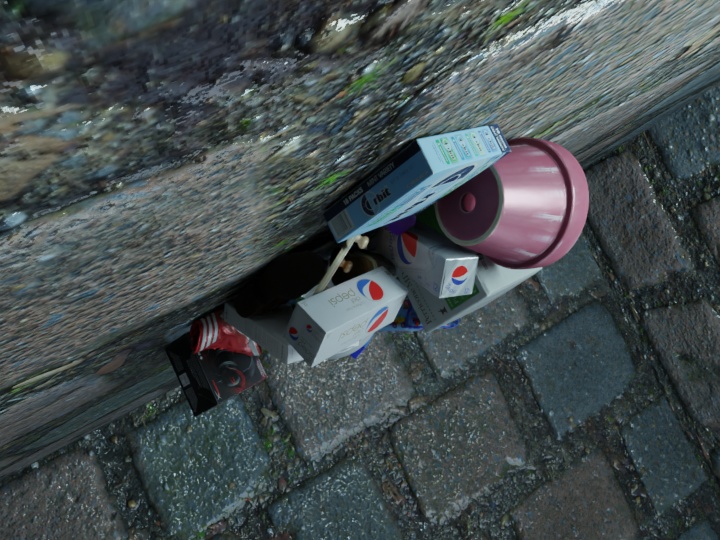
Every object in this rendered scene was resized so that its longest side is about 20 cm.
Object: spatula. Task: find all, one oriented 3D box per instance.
[{"bbox_3d":[0.027,-0.070,0.986,0.021,0.056,0.199,-57,-166,-21],"label":"spatula"}]

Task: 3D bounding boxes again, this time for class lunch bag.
[{"bbox_3d":[0.102,0.093,1.258,0.148,0.097,0.198,-3,163,41],"label":"lunch bag"}]

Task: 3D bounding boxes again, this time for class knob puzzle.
[{"bbox_3d":[-0.039,0.011,0.917,0.223,0.030,0.220,-57,-178,3],"label":"knob puzzle"}]

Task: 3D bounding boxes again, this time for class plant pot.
[{"bbox_3d":[0.214,-0.102,0.903,0.176,0.205,0.198,-2,160,-42],"label":"plant pot"}]

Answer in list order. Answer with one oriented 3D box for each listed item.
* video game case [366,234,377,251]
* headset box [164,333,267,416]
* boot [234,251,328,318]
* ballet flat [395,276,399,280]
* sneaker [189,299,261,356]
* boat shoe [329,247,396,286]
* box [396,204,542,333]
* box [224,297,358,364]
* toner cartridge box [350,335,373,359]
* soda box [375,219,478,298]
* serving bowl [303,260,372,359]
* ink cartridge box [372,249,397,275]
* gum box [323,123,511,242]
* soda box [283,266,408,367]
[{"bbox_3d":[0.114,-0.105,1.237,0.179,0.022,0.200,-27,175,-19],"label":"video game case"},{"bbox_3d":[-0.290,0.191,1.254,0.074,0.152,0.199,-28,175,25],"label":"headset box"},{"bbox_3d":[-0.088,0.006,0.979,0.183,0.066,0.199,-24,179,28],"label":"boot"},{"bbox_3d":[0.103,0.035,1.306,0.068,0.071,0.200,-26,176,-12],"label":"ballet flat"},{"bbox_3d":[-0.255,0.119,1.118,0.112,0.080,0.202,-17,151,-6],"label":"sneaker"},{"bbox_3d":[0.000,-0.001,1.048,0.064,0.074,0.200,1,-176,-22],"label":"boat shoe"},{"bbox_3d":[0.183,-0.030,1.105,0.197,0.203,0.171,-18,165,-43],"label":"box"},{"bbox_3d":[-0.115,0.087,0.977,0.142,0.037,0.198,-8,-158,-40],"label":"box"},{"bbox_3d":[-0.002,0.099,1.316,0.043,0.095,0.200,-47,-177,32],"label":"toner cartridge box"},{"bbox_3d":[0.100,-0.028,0.962,0.067,0.065,0.200,-5,-155,-28],"label":"soda box"},{"bbox_3d":[-0.053,0.081,1.116,0.196,0.202,0.067,-27,143,-10],"label":"serving bowl"},{"bbox_3d":[0.074,-0.027,1.298,0.197,0.069,0.116,-29,175,18],"label":"ink cartridge box"},{"bbox_3d":[0.073,-0.111,0.749,0.169,0.045,0.198,-33,175,41],"label":"gum box"},{"bbox_3d":[-0.016,0.061,0.868,0.198,0.063,0.069,-23,147,-49],"label":"soda box"}]
